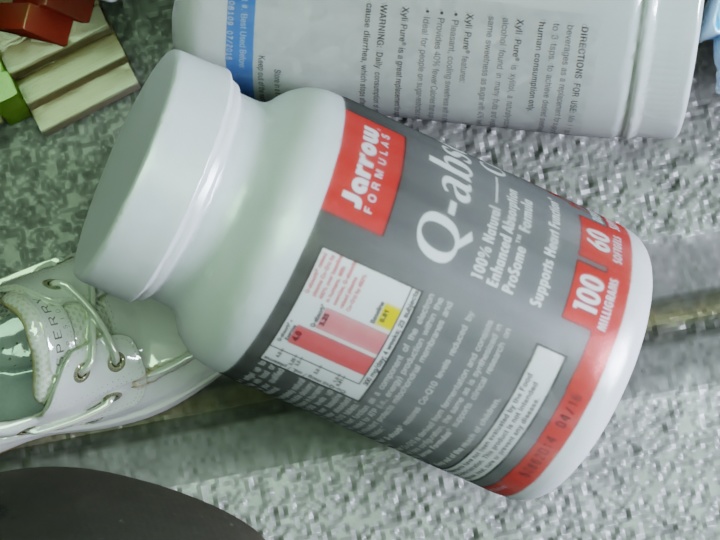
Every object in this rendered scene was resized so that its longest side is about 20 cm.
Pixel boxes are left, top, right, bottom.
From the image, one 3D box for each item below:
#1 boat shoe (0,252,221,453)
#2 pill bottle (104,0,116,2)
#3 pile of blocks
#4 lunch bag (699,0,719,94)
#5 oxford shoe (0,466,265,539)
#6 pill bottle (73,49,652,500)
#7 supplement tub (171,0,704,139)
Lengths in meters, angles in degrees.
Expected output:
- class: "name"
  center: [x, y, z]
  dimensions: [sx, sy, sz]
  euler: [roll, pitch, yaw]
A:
- class: "boat shoe"
  center: [-0.121, 0.031, 1.095]
  dimensions: [0.200, 0.069, 0.071]
  euler: [-25, 79, -3]
- class: "pill bottle"
  center: [-0.171, -0.180, 1.056]
  dimensions: [0.200, 0.110, 0.110]
  euler: [22, 84, 3]
- class: "pile of blocks"
  center: [-0.192, -0.087, 1.117]
  dimensions: [0.200, 0.062, 0.082]
  euler: [-2, 82, 1]
- class: "lunch bag"
  center: [0.235, -0.139, 1.071]
  dimensions: [0.200, 0.127, 0.170]
  euler: [7, 82, -10]
- class: "oxford shoe"
  center: [-0.135, 0.123, 1.096]
  dimensions: [0.200, 0.071, 0.071]
  euler: [3, 119, -5]
- class: "pill bottle"
  center: [0.000, 0.000, 1.050]
  dimensions: [0.200, 0.116, 0.116]
  euler: [24, 83, -13]
- class: "supplement tub"
  center: [0.032, -0.123, 1.082]
  dimensions: [0.200, 0.132, 0.132]
  euler: [7, 83, 2]
